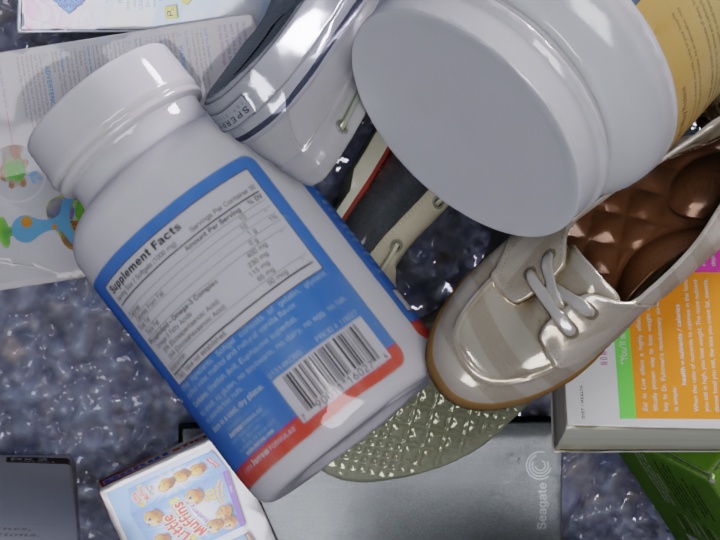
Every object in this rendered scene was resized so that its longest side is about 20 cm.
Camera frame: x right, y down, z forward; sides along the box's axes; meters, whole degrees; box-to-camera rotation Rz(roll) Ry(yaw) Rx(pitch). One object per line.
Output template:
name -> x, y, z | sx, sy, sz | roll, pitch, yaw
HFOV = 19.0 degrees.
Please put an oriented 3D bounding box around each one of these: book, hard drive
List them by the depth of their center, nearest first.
book -> 0.188, 0.016, 1.002 | 0.199, 0.048, 0.134 | 1, 71, -3
hard drive -> 0.006, 0.147, 1.116 | 0.199, 0.033, 0.140 | -1, 95, -9

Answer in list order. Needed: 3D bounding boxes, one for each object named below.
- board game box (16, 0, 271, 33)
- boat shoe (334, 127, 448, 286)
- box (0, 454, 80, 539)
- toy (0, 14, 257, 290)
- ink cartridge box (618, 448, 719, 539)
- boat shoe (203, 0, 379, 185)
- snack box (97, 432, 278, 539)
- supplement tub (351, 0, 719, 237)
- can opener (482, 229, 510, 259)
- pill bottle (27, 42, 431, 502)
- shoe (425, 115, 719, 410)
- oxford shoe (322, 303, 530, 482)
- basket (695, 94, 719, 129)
board game box -> -0.073, -0.217, 1.063 | 0.199, 0.041, 0.201 | 0, 96, -10
boat shoe -> 0.000, 0.000, 1.083 | 0.062, 0.071, 0.200 | 31, 84, -6
box -> -0.231, 0.164, 0.996 | 0.198, 0.200, 0.131 | 2, 96, -9
toy -> -0.143, -0.056, 1.066 | 0.199, 0.047, 0.116 | -9, 100, -5
ink cartridge box -> 0.237, 0.062, 1.094 | 0.200, 0.076, 0.148 | -48, 131, -15
boat shoe -> -0.003, -0.116, 1.000 | 0.067, 0.073, 0.200 | 46, 55, -17
snack box -> -0.059, 0.183, 1.079 | 0.072, 0.024, 0.201 | -24, 99, -5
supplement tub -> 0.104, -0.125, 0.947 | 0.145, 0.145, 0.200 | 49, 63, -10
can opener -> 0.101, -0.039, 1.071 | 0.067, 0.053, 0.201 | 32, 65, -20
pill bottle -> -0.062, -0.003, 0.990 | 0.112, 0.112, 0.200 | -37, 82, -4
shoe -> 0.110, -0.011, 0.958 | 0.200, 0.053, 0.070 | -36, 73, -19
oxford shoe -> 0.056, 0.042, 1.095 | 0.200, 0.058, 0.075 | -32, 115, -12
basket -> 0.273, -0.128, 1.075 | 0.149, 0.143, 0.200 | 33, 90, -10
